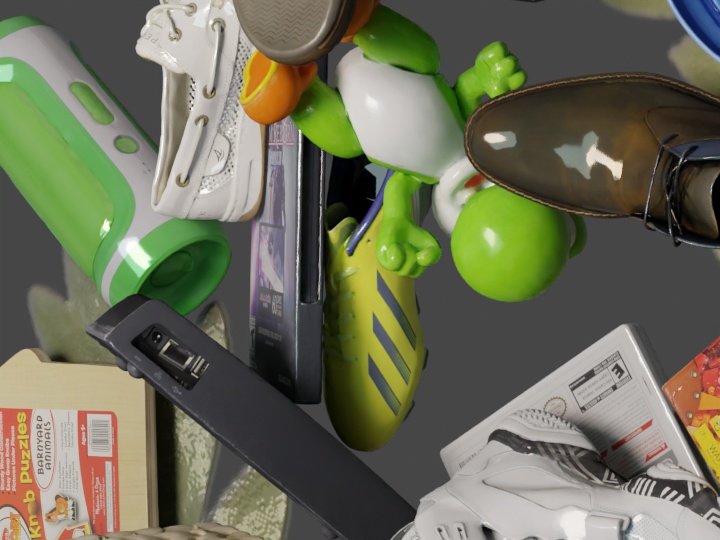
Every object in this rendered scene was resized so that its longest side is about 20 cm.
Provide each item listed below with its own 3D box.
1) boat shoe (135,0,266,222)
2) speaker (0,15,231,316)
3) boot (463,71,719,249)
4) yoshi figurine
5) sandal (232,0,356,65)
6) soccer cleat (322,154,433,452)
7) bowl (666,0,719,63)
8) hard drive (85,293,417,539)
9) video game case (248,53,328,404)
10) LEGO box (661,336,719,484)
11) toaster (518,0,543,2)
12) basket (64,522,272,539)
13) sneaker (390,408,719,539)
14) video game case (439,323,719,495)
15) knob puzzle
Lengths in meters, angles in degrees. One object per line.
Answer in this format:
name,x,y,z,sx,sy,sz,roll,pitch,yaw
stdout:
boat shoe,-0.089,-0.125,1.423,0.071,0.069,0.202,-156,65,-67
speaker,-0.160,-0.060,1.520,0.200,0.088,0.089,49,119,27
boot,0.144,-0.053,1.208,0.198,0.097,0.075,7,97,7
yoshi figurine,0.040,-0.056,1.291,0.112,0.200,0.112,-24,34,53
sandal,-0.046,-0.196,1.216,0.081,0.054,0.202,-5,87,43
soccer cleat,-0.001,-0.001,1.390,0.064,0.083,0.202,13,100,34
bowl,0.227,-0.186,1.229,0.200,0.039,0.202,2,93,39
hard drive,-0.056,0.084,1.372,0.200,0.135,0.042,40,84,-9
video game case,-0.040,-0.034,1.413,0.143,0.019,0.202,-167,77,-78
LEGO box,0.257,0.093,1.188,0.149,0.077,0.201,-44,65,32
toaster,0.054,-0.244,1.278,0.119,0.180,0.201,46,119,30
basket,-0.082,0.230,1.266,0.123,0.135,0.201,20,103,41
sneaker,0.101,0.142,1.247,0.200,0.115,0.075,25,142,50
video game case,0.133,0.149,1.329,0.143,0.018,0.201,-37,69,33
knob puzzle,-0.193,0.147,1.587,0.219,0.030,0.221,2,93,39
